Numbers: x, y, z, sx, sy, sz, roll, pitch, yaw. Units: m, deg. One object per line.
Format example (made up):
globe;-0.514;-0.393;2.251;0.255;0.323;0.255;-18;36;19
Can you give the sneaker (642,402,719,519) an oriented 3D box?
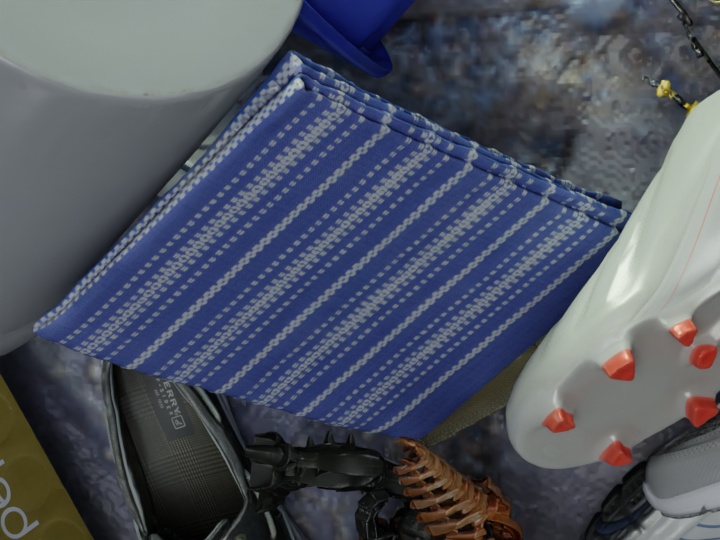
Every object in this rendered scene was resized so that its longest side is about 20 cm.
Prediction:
sneaker;0.185;0.021;0.740;0.200;0.075;0.082;-37;80;3

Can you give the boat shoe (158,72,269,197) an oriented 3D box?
boat shoe;-0.072;-0.070;0.816;0.199;0.074;0.066;27;109;2

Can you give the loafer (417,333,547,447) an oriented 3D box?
loafer;0.094;0.025;0.809;0.199;0.076;0.068;-15;99;23

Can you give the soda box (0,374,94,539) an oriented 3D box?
soda box;-0.167;0.119;0.854;0.064;0.068;0.201;-15;106;51

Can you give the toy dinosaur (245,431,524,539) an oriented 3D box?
toy dinosaur;0.020;0.109;0.788;0.135;0.102;0.201;4;132;4

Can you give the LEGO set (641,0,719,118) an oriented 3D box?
LEGO set;0.168;-0.119;0.740;0.153;0.116;0.201;-28;95;14

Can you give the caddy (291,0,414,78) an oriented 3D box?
caddy;-0.042;-0.165;0.757;0.105;0.141;0.200;-42;91;12

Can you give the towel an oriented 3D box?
towel;0.000;0.000;0.707;0.145;0.199;0.024;-43;50;25

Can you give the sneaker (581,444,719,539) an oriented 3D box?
sneaker;0.167;0.099;0.811;0.200;0.075;0.087;-42;97;15

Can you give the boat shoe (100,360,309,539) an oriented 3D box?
boat shoe;-0.071;0.114;0.853;0.072;0.071;0.201;-23;97;13

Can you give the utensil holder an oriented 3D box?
utensil holder;-0.129;-0.079;0.672;0.170;0.170;0.200;49;140;-2

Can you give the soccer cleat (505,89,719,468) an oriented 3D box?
soccer cleat;0.124;-0.009;0.706;0.069;0.078;0.200;29;111;-39
